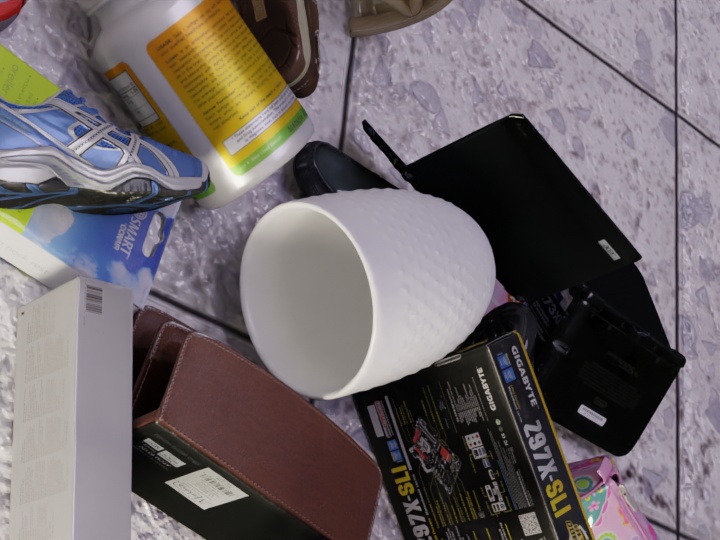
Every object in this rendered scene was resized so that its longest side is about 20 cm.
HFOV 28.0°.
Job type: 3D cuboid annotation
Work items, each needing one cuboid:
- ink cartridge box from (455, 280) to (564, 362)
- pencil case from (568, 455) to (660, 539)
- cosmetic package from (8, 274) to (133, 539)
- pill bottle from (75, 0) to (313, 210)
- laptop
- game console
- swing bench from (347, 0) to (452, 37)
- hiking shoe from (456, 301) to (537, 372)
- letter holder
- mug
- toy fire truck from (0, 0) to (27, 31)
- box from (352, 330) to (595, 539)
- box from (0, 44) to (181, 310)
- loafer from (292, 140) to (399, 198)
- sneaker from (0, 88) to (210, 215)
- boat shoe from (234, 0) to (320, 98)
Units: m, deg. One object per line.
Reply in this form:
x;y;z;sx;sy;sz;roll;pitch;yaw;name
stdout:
0.138;0.041;1.353;0.095;0.037;0.200;55;43;-14;ink cartridge box
0.242;0.265;1.330;0.087;0.087;0.201;-43;106;-45;pencil case
-0.191;0.114;0.961;0.050;0.082;0.203;16;64;-42;cosmetic package
-0.133;-0.158;1.103;0.201;0.110;0.111;55;45;-14;pill bottle
0.113;-0.069;1.220;0.177;0.103;0.200;46;5;-27;laptop
0.217;0.058;1.395;0.199;0.116;0.177;30;92;-45;game console
0.017;-0.343;1.262;0.200;0.128;0.202;43;39;-69;swing bench
0.129;0.130;1.258;0.100;0.075;0.203;14;87;-39;hiking shoe
-0.082;0.114;1.057;0.199;0.100;0.143;39;48;-27;letter holder
0.000;0.000;1.132;0.174;0.199;0.150;-12;120;-45;mug
-0.326;-0.220;0.981;0.200;0.048;0.142;46;48;-24;toy fire truck
0.092;0.166;1.164;0.049;0.159;0.203;-18;86;-45;box
-0.225;-0.065;1.021;0.199;0.047;0.123;36;52;-30;box
0.025;-0.047;1.246;0.200;0.070;0.069;40;47;-26;loafer
-0.184;-0.082;0.979;0.198;0.075;0.078;5;75;-44;sneaker
-0.072;-0.240;1.239;0.075;0.074;0.205;30;51;-61;boat shoe
